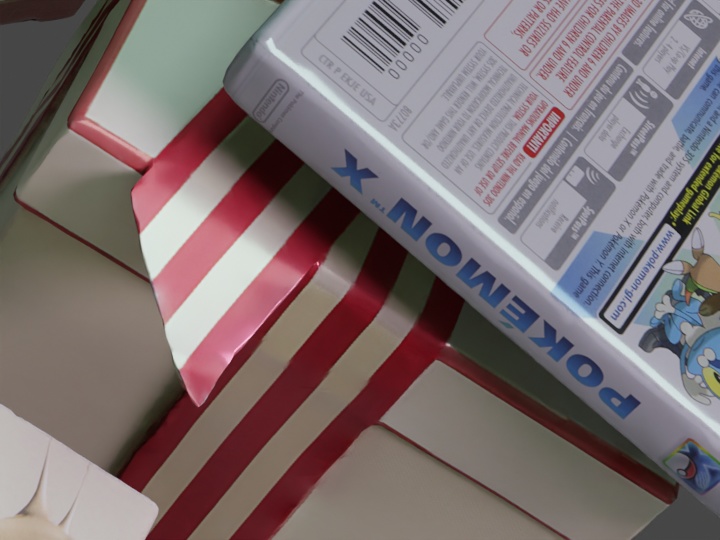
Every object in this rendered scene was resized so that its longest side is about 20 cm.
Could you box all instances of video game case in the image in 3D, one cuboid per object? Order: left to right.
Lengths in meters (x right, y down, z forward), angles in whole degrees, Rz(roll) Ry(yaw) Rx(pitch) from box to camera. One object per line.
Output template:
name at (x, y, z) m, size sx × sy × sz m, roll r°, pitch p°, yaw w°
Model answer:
video game case at (0.087, -0.041, 0.672) m, size 0.182 × 0.022 × 0.200 m, roll 40°, pitch 47°, yaw -2°

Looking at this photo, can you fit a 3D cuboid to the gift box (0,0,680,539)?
gift box at (0.000, 0.000, 0.731) m, size 0.184 × 0.187 × 0.201 m, roll 27°, pitch 49°, yaw -13°

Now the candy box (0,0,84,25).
candy box at (-0.157, -0.159, 0.827) m, size 0.115 × 0.055 × 0.201 m, roll -13°, pitch 68°, yaw -37°

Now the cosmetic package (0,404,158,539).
cosmetic package at (-0.135, 0.115, 0.636) m, size 0.103 × 0.073 × 0.201 m, roll 31°, pitch 56°, yaw -9°
